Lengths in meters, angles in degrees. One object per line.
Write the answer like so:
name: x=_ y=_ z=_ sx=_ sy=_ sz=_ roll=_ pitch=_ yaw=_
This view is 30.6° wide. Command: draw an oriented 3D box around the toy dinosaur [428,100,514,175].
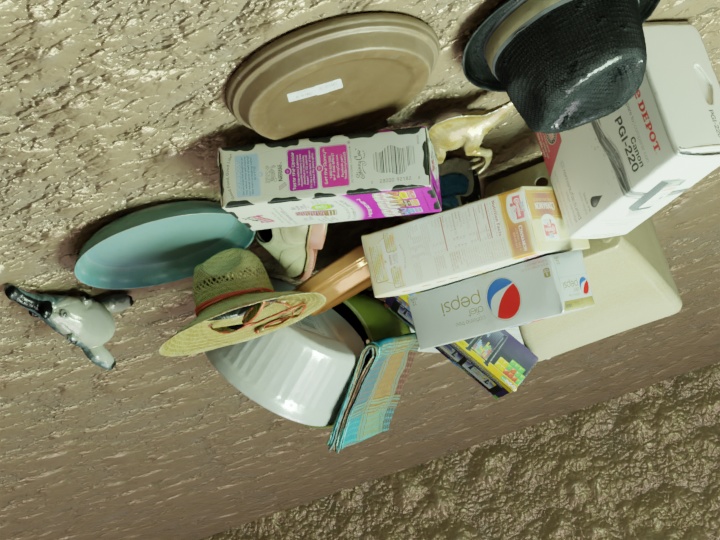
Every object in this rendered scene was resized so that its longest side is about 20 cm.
toy dinosaur: x=0.110 y=-0.141 z=1.322 sx=0.199 sy=0.059 sz=0.101 roll=-20 pitch=161 yaw=12

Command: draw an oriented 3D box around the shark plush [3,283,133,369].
shark plush: x=-0.349 y=0.063 z=1.527 sx=0.083 sy=0.092 sz=0.200 roll=10 pitch=180 yaw=25

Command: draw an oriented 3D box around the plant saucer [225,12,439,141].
plant saucer: x=-0.022 y=-0.165 z=1.174 sx=0.198 sy=0.030 sz=0.200 roll=-14 pitch=163 yaw=-4

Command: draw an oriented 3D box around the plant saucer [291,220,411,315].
plant saucer: x=0.000 y=0.000 z=1.591 sx=0.199 sy=0.038 sz=0.200 roll=-31 pitch=175 yaw=-3

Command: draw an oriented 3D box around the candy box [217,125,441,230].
candy box: x=-0.026 y=-0.087 z=1.270 sx=0.198 sy=0.062 sz=0.136 roll=-6 pitch=172 yaw=6

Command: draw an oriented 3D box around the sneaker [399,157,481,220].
sneaker: x=0.048 y=-0.083 z=1.427 sx=0.086 sy=0.076 sz=0.199 roll=-21 pitch=163 yaw=33

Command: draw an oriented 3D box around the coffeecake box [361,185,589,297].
coffeecake box: x=0.127 y=-0.031 z=1.435 sx=0.199 sy=0.074 sz=0.153 roll=-16 pitch=174 yaw=29

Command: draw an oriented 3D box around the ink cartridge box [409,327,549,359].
ink cartridge box: x=0.154 y=0.045 z=1.791 sx=0.198 sy=0.044 sz=0.174 roll=2 pitch=134 yaw=23

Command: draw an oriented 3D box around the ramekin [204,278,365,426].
ramekin: x=-0.089 y=0.095 z=1.643 sx=0.200 sy=0.200 sz=0.098 roll=10 pitch=117 yaw=-56

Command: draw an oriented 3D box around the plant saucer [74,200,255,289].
plant saucer: x=-0.213 y=-0.030 z=1.422 sx=0.198 sy=0.028 sz=0.200 roll=-15 pitch=162 yaw=-5

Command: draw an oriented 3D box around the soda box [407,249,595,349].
soda box: x=0.150 y=0.033 z=1.428 sx=0.199 sy=0.064 sz=0.068 roll=-19 pitch=174 yaw=40

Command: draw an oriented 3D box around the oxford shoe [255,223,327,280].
oxford shoe: x=-0.080 y=-0.042 z=1.469 sx=0.073 sy=0.071 sz=0.200 roll=8 pitch=159 yaw=-6

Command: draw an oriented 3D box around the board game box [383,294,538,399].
board game box: x=0.123 y=0.076 z=1.671 sx=0.057 sy=0.200 sz=0.165 roll=-50 pitch=176 yaw=-9

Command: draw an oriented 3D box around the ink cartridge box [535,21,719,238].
ink cartridge box: x=0.273 y=-0.138 z=1.331 sx=0.084 sy=0.147 sz=0.200 roll=-6 pitch=160 yaw=-29

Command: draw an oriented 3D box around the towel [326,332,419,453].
towel: x=0.024 y=0.152 z=1.685 sx=0.022 sy=0.148 sz=0.200 roll=24 pitch=-171 yaw=18

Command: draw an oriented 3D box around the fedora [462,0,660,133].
fedora: x=0.189 y=-0.186 z=1.176 sx=0.199 sy=0.092 sz=0.201 roll=-14 pitch=159 yaw=-5

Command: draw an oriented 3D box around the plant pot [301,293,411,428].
plant pot: x=-0.009 y=0.106 z=1.823 sx=0.186 sy=0.188 sz=0.200 roll=-27 pitch=172 yaw=31

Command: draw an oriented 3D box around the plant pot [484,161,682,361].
plant pot: x=0.251 y=-0.036 z=1.580 sx=0.199 sy=0.201 sz=0.177 roll=-20 pitch=154 yaw=13

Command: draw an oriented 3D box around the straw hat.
straw hat: x=-0.142 y=0.023 z=1.465 sx=0.200 sy=0.086 sz=0.201 roll=-18 pitch=169 yaw=-4
